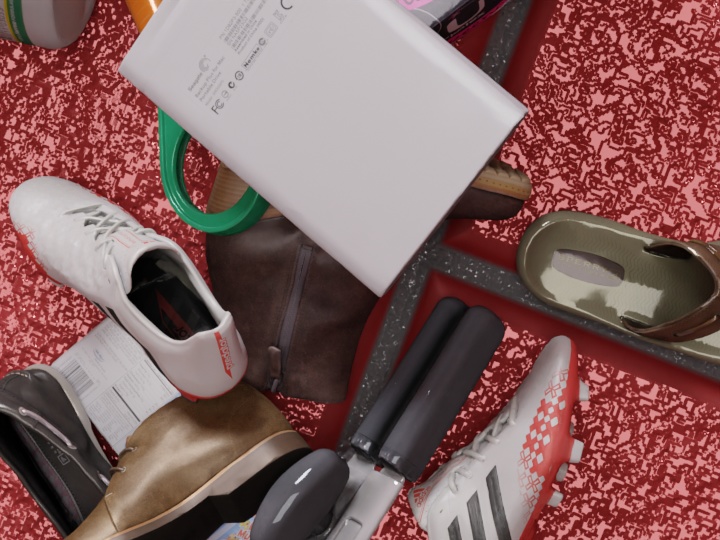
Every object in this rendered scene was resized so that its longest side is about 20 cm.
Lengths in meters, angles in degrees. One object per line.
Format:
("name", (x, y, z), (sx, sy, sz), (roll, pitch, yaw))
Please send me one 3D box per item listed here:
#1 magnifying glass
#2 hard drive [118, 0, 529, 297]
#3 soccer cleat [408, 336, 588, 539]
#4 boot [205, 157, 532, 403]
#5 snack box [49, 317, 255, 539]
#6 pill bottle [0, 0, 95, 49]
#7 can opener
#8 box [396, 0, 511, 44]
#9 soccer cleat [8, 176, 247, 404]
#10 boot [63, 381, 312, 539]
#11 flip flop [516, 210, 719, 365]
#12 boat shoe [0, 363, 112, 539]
("magnifying glass", (-0.107, -0.112, 0.871), (0.079, 0.022, 0.201), (-36, 69, 26))
("hard drive", (-0.024, -0.100, 0.791), (0.200, 0.026, 0.132), (40, 108, 5))
("soccer cleat", (0.077, 0.131, 0.866), (0.085, 0.069, 0.202), (19, 98, 0))
("boot", (0.000, 0.000, 0.887), (0.198, 0.072, 0.168), (7, 104, 3))
("snack box", (-0.109, 0.117, 0.909), (0.072, 0.024, 0.200), (-39, 88, 6))
("pill bottle", (-0.265, -0.210, 0.870), (0.198, 0.113, 0.114), (13, 93, 5))
("can opener", (0.015, 0.099, 0.852), (0.201, 0.052, 0.067), (-53, 130, -16))
("box", (0.055, -0.220, 0.840), (0.199, 0.115, 0.133), (-37, 88, 5))
("soccer cleat", (-0.141, -0.003, 0.858), (0.068, 0.085, 0.200), (-37, 66, -24))
("boot", (-0.130, 0.139, 0.850), (0.199, 0.074, 0.076), (-32, 64, -18))
("flip flop", (0.193, 0.009, 0.863), (0.198, 0.058, 0.082), (15, 93, 4))
("boat shoe", (-0.170, 0.152, 0.889), (0.067, 0.057, 0.201), (-36, 90, 29))
